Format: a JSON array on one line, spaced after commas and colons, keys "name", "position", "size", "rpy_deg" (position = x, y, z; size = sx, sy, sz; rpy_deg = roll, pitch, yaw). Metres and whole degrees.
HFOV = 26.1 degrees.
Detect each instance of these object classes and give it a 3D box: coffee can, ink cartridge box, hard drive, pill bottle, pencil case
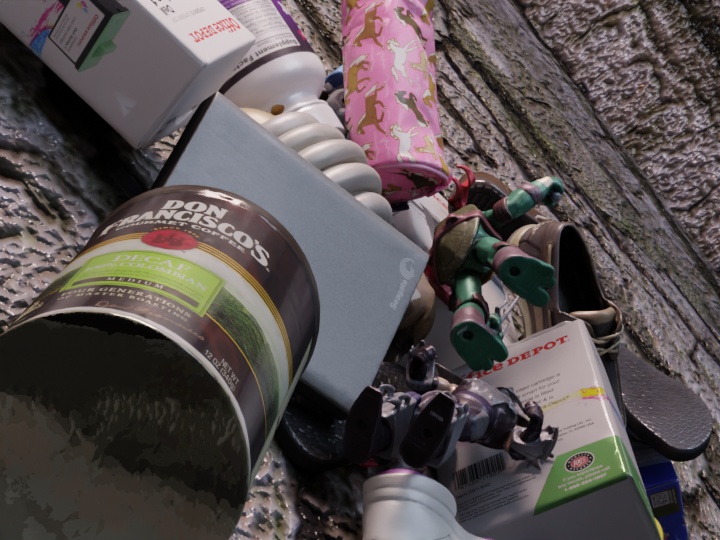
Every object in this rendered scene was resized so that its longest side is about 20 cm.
[{"name": "coffee can", "position": [-0.108, 0.054, 0.812], "size": [0.147, 0.146, 0.200], "rpy_deg": [49, 19, -10]}, {"name": "ink cartridge box", "position": [0.059, 0.011, 1.392], "size": [0.145, 0.083, 0.201], "rpy_deg": [41, 22, -30]}, {"name": "ink cartridge box", "position": [0.137, 0.148, 1.214], "size": [0.200, 0.144, 0.084], "rpy_deg": [-96, 160, -57]}, {"name": "ink cartridge box", "position": [-0.186, -0.195, 1.117], "size": [0.200, 0.084, 0.145], "rpy_deg": [43, 19, -3]}, {"name": "hard drive", "position": [-0.057, -0.008, 1.075], "size": [0.200, 0.033, 0.140], "rpy_deg": [37, 61, -20]}, {"name": "pill bottle", "position": [-0.098, -0.175, 1.308], "size": [0.201, 0.111, 0.111], "rpy_deg": [58, 19, 13]}, {"name": "ink cartridge box", "position": [0.252, 0.203, 1.445], "size": [0.201, 0.076, 0.137], "rpy_deg": [-104, 177, -54]}, {"name": "pencil case", "position": [0.029, -0.154, 1.318], "size": [0.087, 0.082, 0.201], "rpy_deg": [52, 30, -60]}]

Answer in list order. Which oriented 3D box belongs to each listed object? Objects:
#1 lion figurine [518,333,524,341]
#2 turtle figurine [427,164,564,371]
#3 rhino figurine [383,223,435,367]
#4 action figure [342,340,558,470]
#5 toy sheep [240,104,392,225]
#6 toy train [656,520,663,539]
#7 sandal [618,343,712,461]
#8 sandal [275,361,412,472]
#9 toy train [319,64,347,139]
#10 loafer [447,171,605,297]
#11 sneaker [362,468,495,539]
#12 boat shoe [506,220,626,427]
[{"name": "lion figurine", "position": [0.154, 0.133, 1.410], "size": [0.200, 0.122, 0.073], "rpy_deg": [51, -15, 55]}, {"name": "turtle figurine", "position": [0.102, -0.005, 1.248], "size": [0.100, 0.151, 0.200], "rpy_deg": [14, 21, -6]}, {"name": "rhino figurine", "position": [0.000, 0.000, 1.260], "size": [0.060, 0.087, 0.200], "rpy_deg": [40, 13, -42]}, {"name": "action figure", "position": [0.072, 0.101, 1.101], "size": [0.129, 0.070, 0.200], "rpy_deg": [20, 11, 26]}, {"name": "toy sheep", "position": [-0.044, -0.047, 1.185], "size": [0.200, 0.138, 0.138], "rpy_deg": [53, 18, 16]}, {"name": "toy train", "position": [0.194, 0.257, 1.305], "size": [0.150, 0.056, 0.201], "rpy_deg": [-21, 79, -30]}, {"name": "sandal", "position": [0.253, 0.119, 1.413], "size": [0.076, 0.043, 0.200], "rpy_deg": [-7, 27, -19]}, {"name": "sandal", "position": [-0.003, 0.113, 1.138], "size": [0.199, 0.045, 0.075], "rpy_deg": [-6, 54, -52]}, {"name": "toy train", "position": [-0.019, -0.146, 1.441], "size": [0.087, 0.114, 0.200], "rpy_deg": [50, 18, -5]}, {"name": "loafer", "position": [0.158, -0.027, 1.449], "size": [0.200, 0.073, 0.071], "rpy_deg": [47, 20, -24]}, {"name": "sneaker", "position": [0.060, 0.220, 1.067], "size": [0.200, 0.075, 0.100], "rpy_deg": [42, 44, -35]}, {"name": "boat shoe", "position": [0.182, 0.052, 1.327], "size": [0.074, 0.073, 0.201], "rpy_deg": [-19, 86, -32]}]
